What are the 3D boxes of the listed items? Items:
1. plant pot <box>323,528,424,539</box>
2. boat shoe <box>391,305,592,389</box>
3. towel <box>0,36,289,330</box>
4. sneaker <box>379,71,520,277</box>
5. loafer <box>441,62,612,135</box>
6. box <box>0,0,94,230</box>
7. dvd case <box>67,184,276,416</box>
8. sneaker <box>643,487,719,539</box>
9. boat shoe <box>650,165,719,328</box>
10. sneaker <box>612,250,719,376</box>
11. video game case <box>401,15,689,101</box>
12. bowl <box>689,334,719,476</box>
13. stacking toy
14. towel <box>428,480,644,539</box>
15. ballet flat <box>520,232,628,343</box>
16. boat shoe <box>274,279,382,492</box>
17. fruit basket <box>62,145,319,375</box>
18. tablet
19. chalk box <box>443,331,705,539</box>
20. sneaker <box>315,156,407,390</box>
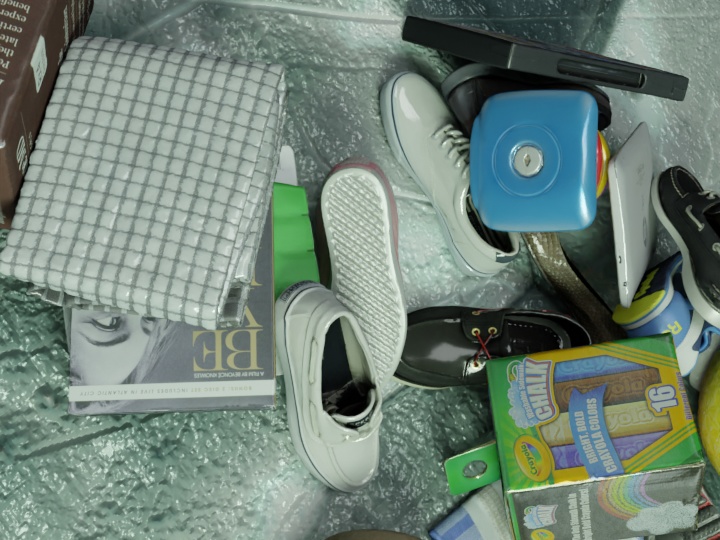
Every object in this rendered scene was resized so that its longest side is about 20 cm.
[{"bbox_3d":[0.006,0.294,0.917,0.199,0.200,0.175,24,49,-20],"label":"plant pot"},{"bbox_3d":[0.109,0.065,1.082,0.200,0.063,0.074,2,79,-25],"label":"boat shoe"},{"bbox_3d":[-0.145,-0.058,0.883,0.165,0.086,0.201,11,71,1],"label":"towel"},{"bbox_3d":[0.088,-0.092,1.103,0.073,0.071,0.201,-30,92,-30],"label":"sneaker"},{"bbox_3d":[0.158,-0.139,1.137,0.199,0.072,0.063,5,60,-38],"label":"loafer"},{"bbox_3d":[-0.289,-0.163,0.856,0.163,0.166,0.201,15,70,-7],"label":"box"},{"bbox_3d":[-0.137,0.005,0.913,0.148,0.016,0.201,-2,73,-2],"label":"dvd case"},{"bbox_3d":[0.285,0.200,1.118,0.087,0.073,0.201,10,57,-63],"label":"sneaker"},{"bbox_3d":[0.315,-0.035,1.118,0.074,0.060,0.201,25,36,-20],"label":"boat shoe"},{"bbox_3d":[0.294,0.034,1.149,0.082,0.074,0.200,52,35,0],"label":"sneaker"},{"bbox_3d":[0.158,-0.189,1.099,0.180,0.200,0.026,6,104,-26],"label":"video game case"},{"bbox_3d":[0.377,0.105,1.168,0.200,0.201,0.108,-29,49,-30],"label":"bowl"},{"bbox_3d":[0.184,-0.093,1.092,0.200,0.109,0.117,-4,95,-60],"label":"stacking toy"},{"bbox_3d":[0.166,0.236,1.089,0.199,0.024,0.147,-31,92,-29],"label":"towel"},{"bbox_3d":[0.199,0.008,1.135,0.201,0.046,0.067,58,18,-7],"label":"ballet flat"},{"bbox_3d":[-0.013,0.101,0.957,0.072,0.066,0.201,-26,125,-27],"label":"boat shoe"},{"bbox_3d":[-0.135,0.000,0.971,0.199,0.094,0.186,-8,80,-13],"label":"fruit basket"},{"bbox_3d":[0.251,-0.055,1.127,0.200,0.014,0.131,-39,124,-63],"label":"tablet"},{"bbox_3d":[0.168,0.146,1.019,0.199,0.125,0.124,-8,54,6],"label":"chalk box"},{"bbox_3d":[0.000,0.000,1.035,0.075,0.105,0.201,-1,108,1],"label":"sneaker"}]
